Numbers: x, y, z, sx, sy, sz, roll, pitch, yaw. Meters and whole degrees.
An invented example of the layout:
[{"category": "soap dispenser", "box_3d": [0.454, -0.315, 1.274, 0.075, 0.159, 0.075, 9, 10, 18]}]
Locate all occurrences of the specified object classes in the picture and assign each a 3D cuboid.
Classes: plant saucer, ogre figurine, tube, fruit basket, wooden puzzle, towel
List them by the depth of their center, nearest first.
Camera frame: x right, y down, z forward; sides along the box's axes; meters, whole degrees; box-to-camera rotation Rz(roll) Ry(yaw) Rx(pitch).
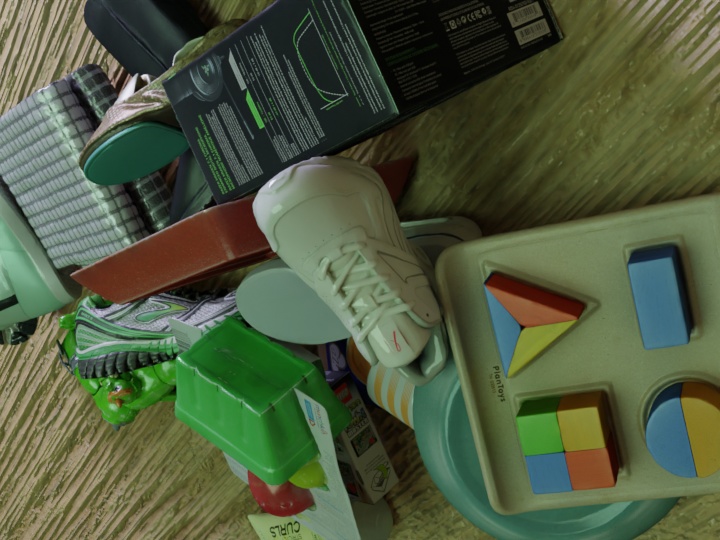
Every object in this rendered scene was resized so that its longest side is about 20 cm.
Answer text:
[{"category": "wooden puzzle", "box_3d": [0.157, 0.060, 0.700, 0.198, 0.046, 0.187, -11, 101, 17]}, {"category": "plant saucer", "box_3d": [0.128, 0.106, 0.763, 0.198, 0.036, 0.203, 4, 105, 15]}, {"category": "plant saucer", "box_3d": [-0.084, -0.025, 0.845, 0.199, 0.199, 0.037, -20, 89, 47]}, {"category": "fruit basket", "box_3d": [-0.067, 0.137, 0.922, 0.184, 0.094, 0.201, 26, 149, 39]}, {"category": "towel", "box_3d": [-0.258, -0.090, 1.061, 0.199, 0.085, 0.167, -12, 110, 57]}, {"category": "tube", "box_3d": [-0.043, 0.249, 1.065, 0.200, 0.051, 0.059, -31, 48, 53]}, {"category": "ogre figurine", "box_3d": [-0.219, 0.075, 1.115, 0.199, 0.098, 0.121, -29, 76, 16]}]

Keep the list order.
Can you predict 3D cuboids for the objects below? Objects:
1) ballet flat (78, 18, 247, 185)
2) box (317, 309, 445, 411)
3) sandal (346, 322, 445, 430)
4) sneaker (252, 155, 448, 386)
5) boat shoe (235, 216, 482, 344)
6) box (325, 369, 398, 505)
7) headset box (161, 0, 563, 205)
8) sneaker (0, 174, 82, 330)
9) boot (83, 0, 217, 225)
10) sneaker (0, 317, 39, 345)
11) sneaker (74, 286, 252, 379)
[{"category": "ballet flat", "box_3d": [-0.145, -0.132, 0.887, 0.199, 0.070, 0.066, -24, 62, 29]}, {"category": "box", "box_3d": [0.043, 0.060, 0.893, 0.199, 0.032, 0.122, 14, 119, 39]}, {"category": "sandal", "box_3d": [0.064, 0.085, 0.820, 0.205, 0.059, 0.080, 17, 121, 32]}, {"category": "sneaker", "box_3d": [0.008, 0.007, 0.701, 0.078, 0.200, 0.100, -34, 50, 13]}, {"category": "boat shoe", "box_3d": [0.000, 0.000, 0.850, 0.198, 0.070, 0.071, -15, 114, 29]}, {"category": "box", "box_3d": [-0.060, 0.139, 1.004, 0.199, 0.035, 0.111, -1, 118, 51]}, {"category": "headset box", "box_3d": [-0.005, -0.132, 0.735, 0.199, 0.173, 0.094, -21, 97, 49]}, {"category": "sneaker", "box_3d": [-0.381, -0.034, 1.149, 0.117, 0.074, 0.202, -26, 101, 11]}, {"category": "boot", "box_3d": [-0.168, -0.146, 0.961, 0.200, 0.066, 0.165, 46, 123, 9]}, {"category": "sneaker", "box_3d": [-0.383, -0.021, 1.233, 0.080, 0.077, 0.202, -124, 41, -65]}, {"category": "sneaker", "box_3d": [-0.169, 0.037, 1.012, 0.198, 0.078, 0.086, -14, 87, 12]}]
